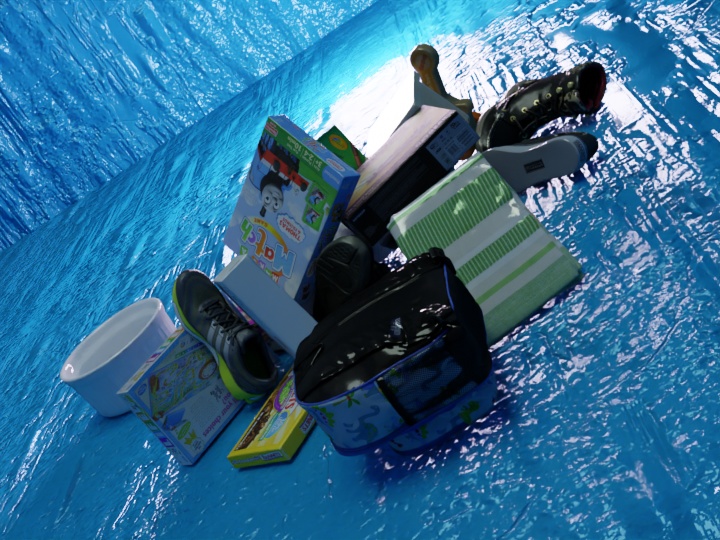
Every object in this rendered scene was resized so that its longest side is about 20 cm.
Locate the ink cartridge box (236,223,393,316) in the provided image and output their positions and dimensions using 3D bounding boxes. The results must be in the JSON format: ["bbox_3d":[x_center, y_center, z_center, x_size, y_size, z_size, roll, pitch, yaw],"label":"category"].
[{"bbox_3d":[-0.060,-0.035,1.594,0.147,0.086,0.200,18,43,33],"label":"ink cartridge box"}]

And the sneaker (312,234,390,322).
[{"bbox_3d":[0.000,0.000,1.447,0.114,0.076,0.200,-41,-22,-28],"label":"sneaker"}]

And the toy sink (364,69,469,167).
[{"bbox_3d":[0.089,-0.198,1.665,0.130,0.112,0.200,-53,13,21],"label":"toy sink"}]

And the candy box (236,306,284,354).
[{"bbox_3d":[-0.132,0.053,1.655,0.136,0.061,0.200,-22,25,32],"label":"candy box"}]

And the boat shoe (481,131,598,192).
[{"bbox_3d":[0.240,-0.149,1.519,0.057,0.069,0.200,-27,13,-37],"label":"boat shoe"}]

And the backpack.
[{"bbox_3d":[0.038,0.104,1.152,0.200,0.147,0.183,-30,23,13],"label":"backpack"}]

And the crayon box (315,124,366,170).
[{"bbox_3d":[-0.038,-0.137,1.744,0.058,0.119,0.200,-42,-3,-18],"label":"crayon box"}]

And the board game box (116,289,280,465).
[{"bbox_3d":[-0.213,0.142,1.483,0.034,0.135,0.200,-15,28,51],"label":"board game box"}]

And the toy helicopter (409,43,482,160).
[{"bbox_3d":[0.116,-0.271,1.770,0.132,0.200,0.079,2,39,33],"label":"toy helicopter"}]

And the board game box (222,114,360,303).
[{"bbox_3d":[-0.095,-0.079,1.447,0.037,0.151,0.200,-14,-44,-48],"label":"board game box"}]

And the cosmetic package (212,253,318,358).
[{"bbox_3d":[-0.115,0.049,1.410,0.052,0.151,0.200,-48,7,-7],"label":"cosmetic package"}]

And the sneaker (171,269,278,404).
[{"bbox_3d":[-0.170,0.079,1.449,0.074,0.200,0.081,-40,7,-36],"label":"sneaker"}]

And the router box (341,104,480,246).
[{"bbox_3d":[0.051,-0.131,1.470,0.200,0.052,0.157,-45,17,-2],"label":"router box"}]

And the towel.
[{"bbox_3d":[0.138,-0.024,1.269,0.152,0.200,0.023,-37,-24,0],"label":"towel"}]

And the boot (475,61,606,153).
[{"bbox_3d":[0.265,-0.231,1.620,0.150,0.073,0.200,-12,28,45],"label":"boot"}]

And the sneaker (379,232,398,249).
[{"bbox_3d":[0.111,-0.056,1.518,0.200,0.078,0.100,2,74,39],"label":"sneaker"}]

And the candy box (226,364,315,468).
[{"bbox_3d":[-0.080,0.164,1.381,0.102,0.026,0.200,-15,29,41],"label":"candy box"}]

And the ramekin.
[{"bbox_3d":[-0.378,0.144,1.794,0.200,0.098,0.201,-30,22,14],"label":"ramekin"}]

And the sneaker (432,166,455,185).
[{"bbox_3d":[0.132,-0.059,1.410,0.078,0.112,0.200,-42,23,11],"label":"sneaker"}]
